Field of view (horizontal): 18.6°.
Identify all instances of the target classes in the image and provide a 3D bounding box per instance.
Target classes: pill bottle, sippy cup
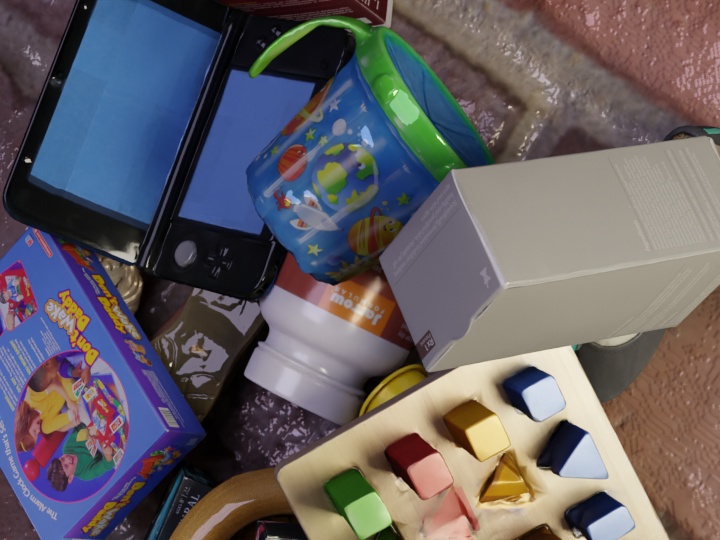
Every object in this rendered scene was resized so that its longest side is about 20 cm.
[{"bbox_3d":[0.000,0.000,1.508,0.112,0.112,0.201,25,89,31],"label":"pill bottle"},{"bbox_3d":[0.003,-0.063,1.397,0.130,0.140,0.178,-37,58,14],"label":"sippy cup"}]

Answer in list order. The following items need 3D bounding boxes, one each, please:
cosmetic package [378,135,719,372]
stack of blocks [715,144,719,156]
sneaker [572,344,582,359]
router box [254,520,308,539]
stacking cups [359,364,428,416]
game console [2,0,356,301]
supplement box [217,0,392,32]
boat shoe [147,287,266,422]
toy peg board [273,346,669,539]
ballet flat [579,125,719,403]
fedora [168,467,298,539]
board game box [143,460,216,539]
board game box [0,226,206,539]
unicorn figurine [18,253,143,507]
[{"bbox_3d":[0.124,-0.011,1.302,0.107,0.199,0.091,-49,54,48],"label":"cosmetic package"},{"bbox_3d":[0.295,-0.009,1.345,0.200,0.115,0.059,28,90,50],"label":"stack of blocks"},{"bbox_3d":[0.118,0.070,1.411,0.083,0.121,0.201,-15,59,-18],"label":"sneaker"},{"bbox_3d":[-0.003,0.265,1.400,0.149,0.062,0.201,7,93,-8],"label":"router box"},{"bbox_3d":[0.083,0.151,1.460,0.061,0.060,0.200,-47,65,9],"label":"stacking cups"},{"bbox_3d":[-0.123,-0.100,1.506,0.170,0.118,0.201,13,80,42],"label":"game console"},{"bbox_3d":[-0.067,-0.227,1.555,0.108,0.200,0.061,-2,75,28],"label":"supplement box"},{"bbox_3d":[-0.121,0.066,1.586,0.072,0.068,0.200,39,97,7],"label":"boat shoe"},{"bbox_3d":[0.084,0.164,1.324,0.199,0.098,0.201,-29,100,-6],"label":"toy peg board"},{"bbox_3d":[0.182,-0.009,1.436,0.073,0.073,0.201,31,93,31],"label":"ballet flat"},{"bbox_3d":[-0.048,0.226,1.469,0.199,0.082,0.202,0,95,-5],"label":"fedora"},{"bbox_3d":[-0.152,0.232,1.522,0.028,0.135,0.201,24,87,-6],"label":"board game box"},{"bbox_3d":[-0.211,0.081,1.558,0.134,0.045,0.200,-45,61,20],"label":"board game box"},{"bbox_3d":[-0.218,0.067,1.642,0.137,0.074,0.201,-15,84,17],"label":"unicorn figurine"}]
